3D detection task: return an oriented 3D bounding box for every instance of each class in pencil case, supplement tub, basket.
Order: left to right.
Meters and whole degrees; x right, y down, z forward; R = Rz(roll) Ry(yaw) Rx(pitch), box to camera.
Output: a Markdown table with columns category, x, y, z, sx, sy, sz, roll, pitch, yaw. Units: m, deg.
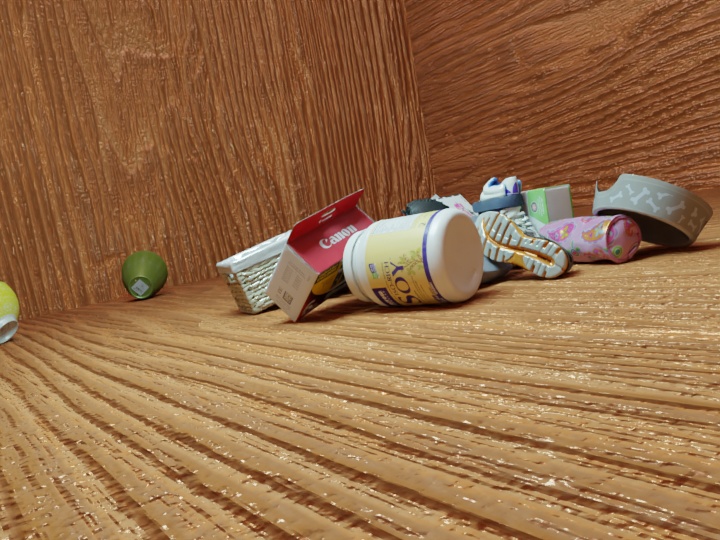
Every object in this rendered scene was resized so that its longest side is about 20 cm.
| category | x | y | z | sx | sy | sz | roll | pitch | yaw |
| --- | --- | --- | --- | --- | --- | --- | --- | --- | --- |
| basket | -0.193 | 0.000 | 1.373 | 0.199 | 0.125 | 0.135 | -28 | 11 | -24 |
| supplement tub | 0.084 | -0.016 | 1.018 | 0.198 | 0.147 | 0.145 | -7 | 6 | 40 |
| pencil case | 0.412 | -0.055 | 1.141 | 0.086 | 0.089 | 0.200 | -12 | 4 | -20 |

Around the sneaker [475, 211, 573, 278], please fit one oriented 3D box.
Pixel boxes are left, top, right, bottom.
| category | x | y | z | sx | sy | sz | roll | pitch | yaw |
| --- | --- | --- | --- | --- | --- | --- | --- | --- | --- |
| sneaker | 0.283 | -0.041 | 1.095 | 0.077 | 0.079 | 0.199 | 1 | 27 | -48 |

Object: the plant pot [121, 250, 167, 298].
| category | x | y | z | sx | sy | sz | roll | pitch | yaw |
| --- | --- | --- | --- | --- | --- | --- | --- | --- | --- |
| plant pot | -0.875 | 0.039 | 2.512 | 0.185 | 0.189 | 0.200 | -11 | 20 | -11 |

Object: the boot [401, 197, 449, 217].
| category | x | y | z | sx | sy | sz | roll | pitch | yaw |
| --- | --- | --- | --- | --- | --- | --- | --- | --- | --- |
| boot | 0.192 | -0.084 | 1.392 | 0.195 | 0.164 | 0.074 | -2 | -40 | -5 |

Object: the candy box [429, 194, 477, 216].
| category | x | y | z | sx | sy | sz | roll | pitch | yaw |
| --- | --- | --- | --- | --- | --- | --- | --- | --- | --- |
| candy box | 0.233 | -0.101 | 1.543 | 0.199 | 0.168 | 0.072 | -17 | -33 | -49 |

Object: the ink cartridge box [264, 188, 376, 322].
| category | x | y | z | sx | sy | sz | roll | pitch | yaw |
| --- | --- | --- | --- | --- | --- | --- | --- | --- | --- |
| ink cartridge box | -0.054 | -0.030 | 1.103 | 0.199 | 0.084 | 0.176 | -35 | -19 | -44 |

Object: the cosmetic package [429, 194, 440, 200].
| category | x | y | z | sx | sy | sz | roll | pitch | yaw |
| --- | --- | --- | --- | --- | --- | --- | --- | --- | --- |
| cosmetic package | 0.162 | -0.103 | 1.672 | 0.200 | 0.085 | 0.108 | -40 | -17 | -39 |

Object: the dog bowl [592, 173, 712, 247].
| category | x | y | z | sx | sy | sz | roll | pitch | yaw |
| --- | --- | --- | --- | --- | --- | --- | --- | --- | --- |
| dog bowl | 0.504 | -0.101 | 1.099 | 0.198 | 0.059 | 0.200 | 22 | -3 | 1 |

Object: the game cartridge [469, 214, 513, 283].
| category | x | y | z | sx | sy | sz | roll | pitch | yaw |
| --- | --- | --- | --- | --- | --- | --- | --- | --- | --- |
| game cartridge | 0.212 | -0.039 | 1.149 | 0.199 | 0.133 | 0.041 | -14 | -37 | -47 |

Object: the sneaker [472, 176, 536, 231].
| category | x | y | z | sx | sy | sz | roll | pitch | yaw |
| --- | --- | --- | --- | --- | --- | --- | --- | --- | --- |
| sneaker | 0.309 | -0.110 | 1.266 | 0.080 | 0.148 | 0.200 | -12 | 31 | -23 |

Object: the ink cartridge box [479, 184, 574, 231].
| category | x | y | z | sx | sy | sz | roll | pitch | yaw |
| --- | --- | --- | --- | --- | --- | --- | --- | --- | --- |
| ink cartridge box | 0.360 | -0.097 | 1.352 | 0.083 | 0.147 | 0.199 | -12 | 5 | -30 |

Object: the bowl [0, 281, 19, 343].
| category | x | y | z | sx | sy | sz | roll | pitch | yaw |
| --- | --- | --- | --- | --- | --- | --- | --- | --- | --- |
| bowl | -1.022 | 0.141 | 1.736 | 0.107 | 0.201 | 0.200 | 32 | 14 | 8 |
